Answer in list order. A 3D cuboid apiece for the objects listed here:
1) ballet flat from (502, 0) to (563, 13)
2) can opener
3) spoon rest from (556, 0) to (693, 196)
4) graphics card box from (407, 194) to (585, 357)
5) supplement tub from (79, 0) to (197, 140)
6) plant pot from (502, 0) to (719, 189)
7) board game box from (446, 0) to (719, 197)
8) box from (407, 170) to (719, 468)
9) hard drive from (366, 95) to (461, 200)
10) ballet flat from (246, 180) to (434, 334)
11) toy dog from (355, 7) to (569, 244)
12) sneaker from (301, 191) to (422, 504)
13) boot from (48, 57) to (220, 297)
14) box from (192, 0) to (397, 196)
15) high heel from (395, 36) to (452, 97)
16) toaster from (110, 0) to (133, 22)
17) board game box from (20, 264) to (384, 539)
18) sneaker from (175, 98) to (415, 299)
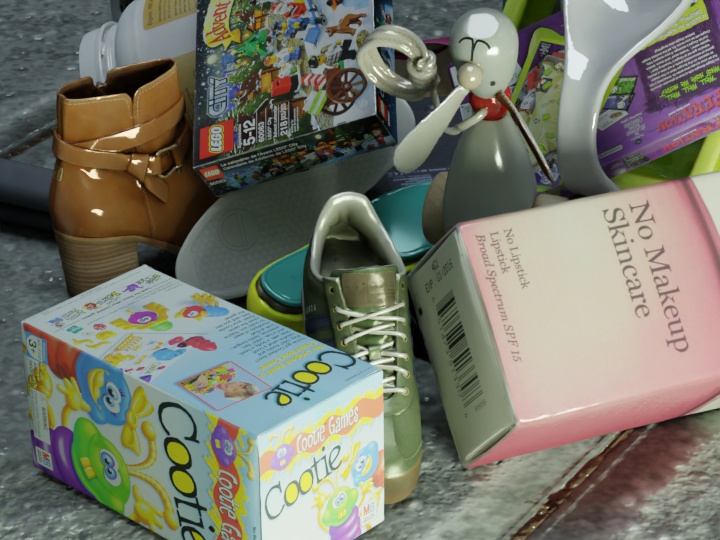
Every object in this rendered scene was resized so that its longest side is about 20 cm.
[{"bbox_3d":[0.132,-0.166,1.749,0.063,0.201,0.068,-2,45,-12],"label":"ballet flat"},{"bbox_3d":[-0.273,-0.046,1.705,0.198,0.053,0.067,12,62,23],"label":"can opener"},{"bbox_3d":[0.168,-0.151,1.517,0.099,0.202,0.061,10,-8,32],"label":"spoon rest"},{"bbox_3d":[0.129,0.012,1.559,0.125,0.051,0.199,23,37,38],"label":"graphics card box"},{"bbox_3d":[-0.096,-0.152,1.738,0.198,0.145,0.145,-17,23,15],"label":"supplement tub"},{"bbox_3d":[0.220,-0.134,1.656,0.198,0.201,0.181,19,-4,34],"label":"plant pot"},{"bbox_3d":[0.160,-0.123,1.564,0.199,0.032,0.121,-23,62,23],"label":"board game box"},{"bbox_3d":[0.147,0.028,1.406,0.198,0.129,0.109,-12,-14,-20],"label":"box"},{"bbox_3d":[0.038,-0.074,1.738,0.134,0.043,0.200,-6,27,-10],"label":"hard drive"},{"bbox_3d":[0.000,0.000,1.566,0.199,0.067,0.067,-28,56,-36],"label":"ballet flat"},{"bbox_3d":[0.072,-0.060,1.472,0.131,0.201,0.097,-7,41,33],"label":"toy dog"},{"bbox_3d":[-0.001,0.037,1.410,0.066,0.090,0.201,-2,45,-10],"label":"sneaker"},{"bbox_3d":[-0.128,-0.077,1.623,0.199,0.156,0.073,-24,34,-38],"label":"boot"},{"bbox_3d":[-0.046,-0.157,1.597,0.136,0.038,0.201,-15,53,18],"label":"box"},{"bbox_3d":[0.037,-0.158,1.865,0.199,0.068,0.096,16,21,40],"label":"high heel"},{"bbox_3d":[-0.121,-0.213,1.943,0.129,0.115,0.199,-24,33,-31],"label":"toaster"},{"bbox_3d":[-0.092,0.088,1.357,0.199,0.104,0.105,22,35,38],"label":"board game box"},{"bbox_3d":[-0.043,-0.051,1.626,0.200,0.071,0.099,-40,4,3],"label":"sneaker"}]
